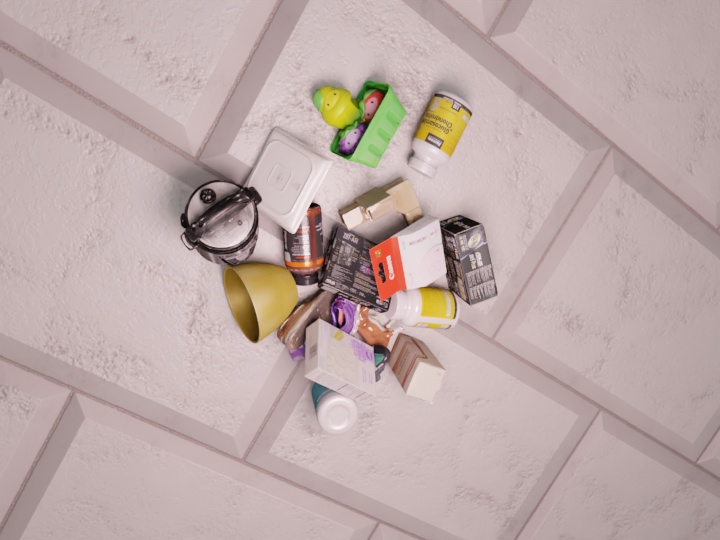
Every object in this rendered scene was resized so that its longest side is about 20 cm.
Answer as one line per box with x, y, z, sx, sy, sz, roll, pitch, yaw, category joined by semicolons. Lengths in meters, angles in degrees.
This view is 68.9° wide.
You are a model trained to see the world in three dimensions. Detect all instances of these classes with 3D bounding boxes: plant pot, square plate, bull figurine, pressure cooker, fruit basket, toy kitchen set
-0.241;0.063;1.335;0.140;0.198;0.205;-22;109;-30;plant pot
-0.191;-0.225;1.283;0.196;0.028;0.203;32;97;23;square plate
0.045;0.166;1.474;0.121;0.065;0.201;-41;110;-3;bull figurine
-0.325;-0.113;1.231;0.174;0.200;0.180;10;77;-9;pressure cooker
-0.017;-0.380;1.292;0.211;0.155;0.221;-12;117;-24;fruit basket
0.073;-0.113;1.358;0.197;0.163;0.183;-27;108;-4;toy kitchen set

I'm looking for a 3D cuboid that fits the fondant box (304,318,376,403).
-0.049;0.230;1.332;0.058;0.146;0.198;-34;129;30;fondant box

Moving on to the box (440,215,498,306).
0.284;-0.032;1.425;0.084;0.164;0.204;-18;106;-6;box

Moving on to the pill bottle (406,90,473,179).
0.199;-0.346;1.355;0.110;0.112;0.203;24;97;-17;pill bottle

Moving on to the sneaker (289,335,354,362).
-0.109;0.212;1.448;0.195;0.081;0.091;-1;109;-6;sneaker

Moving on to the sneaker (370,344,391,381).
0.040;0.267;1.461;0.086;0.076;0.199;22;142;-26;sneaker

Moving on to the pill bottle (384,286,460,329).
0.166;0.100;1.441;0.196;0.111;0.114;7;102;-26;pill bottle

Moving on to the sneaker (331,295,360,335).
-0.038;0.076;1.395;0.079;0.083;0.205;-1;83;31;sneaker

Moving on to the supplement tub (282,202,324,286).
-0.147;-0.067;1.350;0.104;0.107;0.205;-5;106;-11;supplement tub

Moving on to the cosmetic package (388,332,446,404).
0.150;0.264;1.448;0.086;0.200;0.105;21;99;-17;cosmetic package

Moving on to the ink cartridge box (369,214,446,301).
0.127;-0.023;1.335;0.198;0.057;0.165;-33;126;-27;ink cartridge box

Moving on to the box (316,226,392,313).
0.000;0.000;1.369;0.197;0.043;0.164;22;69;-20;box

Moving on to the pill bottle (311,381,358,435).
-0.075;0.344;1.419;0.108;0.200;0.114;-3;106;-11;pill bottle

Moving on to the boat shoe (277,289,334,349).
-0.146;0.115;1.393;0.200;0.071;0.077;-47;140;-28;boat shoe
